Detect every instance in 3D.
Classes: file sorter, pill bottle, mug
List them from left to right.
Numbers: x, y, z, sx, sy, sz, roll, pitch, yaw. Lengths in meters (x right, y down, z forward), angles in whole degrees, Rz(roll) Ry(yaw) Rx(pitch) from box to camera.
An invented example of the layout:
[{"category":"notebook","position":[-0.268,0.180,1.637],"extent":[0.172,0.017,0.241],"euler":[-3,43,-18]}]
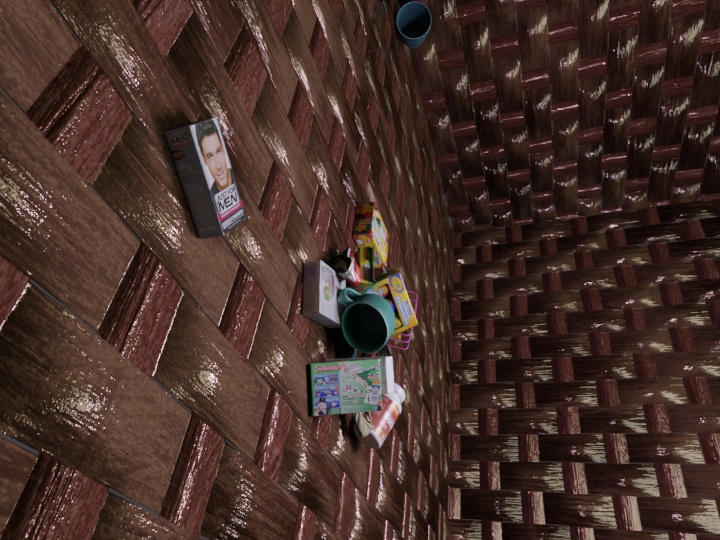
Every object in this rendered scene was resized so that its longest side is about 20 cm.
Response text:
[{"category":"mug","position":[0.026,0.133,1.562],"extent":[0.114,0.147,0.192],"euler":[-39,121,-63]},{"category":"pill bottle","position":[0.068,0.472,1.741],"extent":[0.201,0.109,0.115],"euler":[-50,135,-35]},{"category":"file sorter","position":[0.148,0.188,2.035],"extent":[0.204,0.121,0.142],"euler":[94,9,-48]}]

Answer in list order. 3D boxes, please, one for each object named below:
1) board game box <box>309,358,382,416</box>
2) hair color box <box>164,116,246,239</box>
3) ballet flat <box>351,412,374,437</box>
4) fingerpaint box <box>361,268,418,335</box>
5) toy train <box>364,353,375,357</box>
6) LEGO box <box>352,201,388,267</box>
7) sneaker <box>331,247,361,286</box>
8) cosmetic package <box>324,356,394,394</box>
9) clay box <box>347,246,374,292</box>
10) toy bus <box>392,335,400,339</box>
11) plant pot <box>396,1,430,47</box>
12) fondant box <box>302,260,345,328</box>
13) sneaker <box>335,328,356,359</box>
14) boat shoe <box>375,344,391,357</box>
[{"category":"board game box","position":[-0.039,0.318,1.438],"extent":[0.029,0.192,0.140],"euler":[137,-49,-77]},{"category":"hair color box","position":[-0.292,-0.178,1.011],"extent":[0.099,0.058,0.207],"euler":[-57,137,-61]},{"category":"ballet flat","position":[-0.011,0.410,1.618],"extent":[0.206,0.068,0.069],"euler":[67,22,-9]},{"category":"fingerpaint box","position":[0.093,0.124,1.859],"extent":[0.073,0.162,0.206],"euler":[-121,-170,-76]},{"category":"toy train","position":[0.059,0.382,1.920],"extent":[0.151,0.054,0.207],"euler":[52,36,-57]},{"category":"LEGO box","position":[0.042,-0.132,1.982],"extent":[0.202,0.074,0.154],"euler":[60,30,-51]},{"category":"sneaker","position":[-0.037,-0.004,1.629],"extent":[0.085,0.076,0.201],"euler":[49,9,-20]},{"category":"cosmetic package","position":[-0.004,0.306,1.527],"extent":[0.071,0.192,0.106],"euler":[22,62,-69]},{"category":"clay box","position":[0.000,0.000,1.708],"extent":[0.200,0.046,0.120],"euler":[133,-43,-69]},{"category":"toy bus","position":[0.137,0.183,2.202],"extent":[0.078,0.063,0.209],"euler":[31,56,-70]},{"category":"plant pot","position":[0.298,-1.365,2.970],"extent":[0.188,0.192,0.209],"euler":[20,65,-86]},{"category":"fondant box","position":[-0.101,0.073,1.522],"extent":[0.200,0.056,0.150],"euler":[43,44,-65]},{"category":"sneaker","position":[-0.036,0.196,1.658],"extent":[0.082,0.070,0.209],"euler":[19,67,-68]},{"category":"boat shoe","position":[0.081,0.326,1.800],"extent":[0.202,0.071,0.062],"euler":[-84,179,-61]}]
